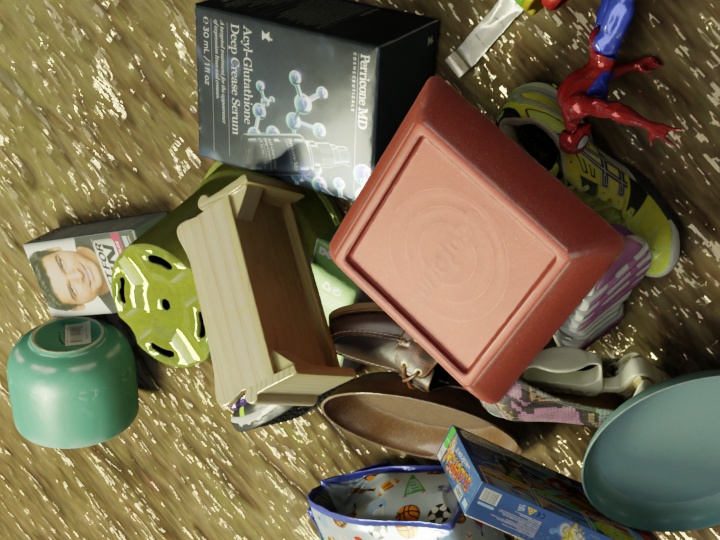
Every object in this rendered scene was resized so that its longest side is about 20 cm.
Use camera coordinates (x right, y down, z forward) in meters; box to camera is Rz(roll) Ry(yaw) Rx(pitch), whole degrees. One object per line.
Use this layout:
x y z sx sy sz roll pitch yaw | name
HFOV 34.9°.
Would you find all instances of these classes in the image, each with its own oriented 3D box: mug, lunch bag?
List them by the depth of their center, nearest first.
0.052 0.297 1.210 0.199 0.124 0.170 -9 110 31 | lunch bag
-0.362 0.121 1.395 0.185 0.152 0.115 17 122 26 | mug

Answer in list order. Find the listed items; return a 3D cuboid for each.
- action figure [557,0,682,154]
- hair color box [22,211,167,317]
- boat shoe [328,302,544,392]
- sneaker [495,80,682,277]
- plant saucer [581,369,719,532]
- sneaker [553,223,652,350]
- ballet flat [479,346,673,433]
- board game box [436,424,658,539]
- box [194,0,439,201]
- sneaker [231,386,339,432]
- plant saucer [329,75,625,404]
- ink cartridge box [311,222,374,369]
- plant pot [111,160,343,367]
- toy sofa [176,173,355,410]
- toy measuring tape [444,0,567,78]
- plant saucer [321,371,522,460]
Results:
0.215 -0.176 0.878 0.099 0.065 0.200 16 113 -6 | action figure
-0.297 -0.004 1.345 0.200 0.061 0.099 -5 110 38 | hair color box
0.066 0.074 1.026 0.199 0.071 0.070 4 151 8 | boat shoe
0.183 -0.066 0.955 0.200 0.076 0.075 46 129 6 | sneaker
0.282 0.149 0.964 0.199 0.027 0.201 -2 130 -3 | plant saucer
0.178 0.005 0.954 0.089 0.080 0.200 52 169 17 | sneaker
0.199 0.096 0.969 0.199 0.069 0.071 5 138 -12 | ballet flat
0.173 0.213 1.020 0.200 0.135 0.035 25 99 -10 | board game box
-0.042 -0.164 1.046 0.200 0.107 0.149 18 122 27 | box
-0.078 0.113 1.256 0.200 0.072 0.083 -35 71 40 | sneaker
0.074 -0.014 0.902 0.200 0.037 0.200 43 128 14 | plant saucer
0.000 0.000 1.103 0.059 0.104 0.200 28 127 20 | ink cartridge box
-0.141 -0.001 1.151 0.200 0.184 0.201 16 121 29 | plant pot
-0.086 0.023 1.028 0.097 0.083 0.201 -30 66 32 | toy sofa
0.122 -0.220 0.923 0.074 0.074 0.200 50 131 4 | toy measuring tape
0.062 0.141 1.120 0.200 0.037 0.201 12 157 5 | plant saucer
